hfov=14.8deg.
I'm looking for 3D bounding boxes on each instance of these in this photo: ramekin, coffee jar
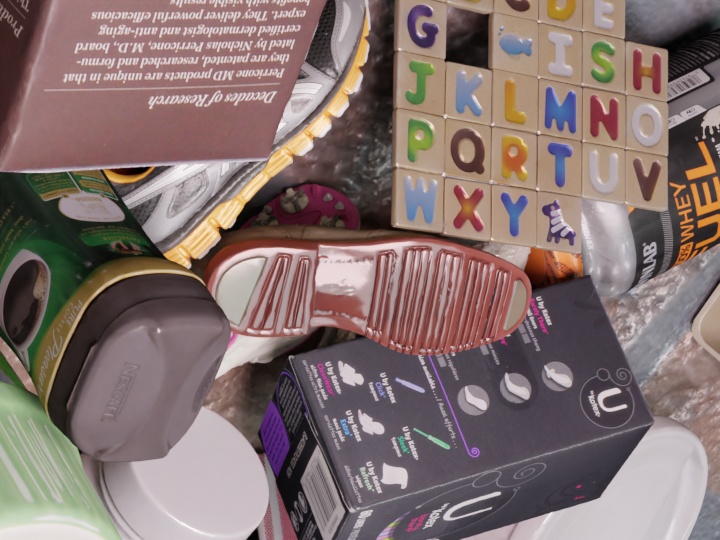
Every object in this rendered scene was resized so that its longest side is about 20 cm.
[{"bbox_3d":[0.140,0.168,1.907,0.202,0.094,0.203,-30,140,-30],"label":"ramekin"},{"bbox_3d":[-0.214,0.162,1.415,0.200,0.098,0.200,-23,138,-22],"label":"ramekin"},{"bbox_3d":[-0.149,0.007,1.440,0.085,0.200,0.104,0,126,-40],"label":"coffee jar"}]

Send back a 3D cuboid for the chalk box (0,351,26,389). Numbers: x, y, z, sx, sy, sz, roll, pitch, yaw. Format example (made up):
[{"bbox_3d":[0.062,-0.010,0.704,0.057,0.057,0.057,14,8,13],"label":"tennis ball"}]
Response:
[{"bbox_3d":[-0.253,0.092,1.495,0.124,0.124,0.200,-51,142,12],"label":"chalk box"}]

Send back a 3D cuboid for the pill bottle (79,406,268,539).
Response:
[{"bbox_3d":[-0.145,0.170,1.626,0.113,0.114,0.200,1,143,-41],"label":"pill bottle"}]

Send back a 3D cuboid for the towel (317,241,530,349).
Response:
[{"bbox_3d":[0.031,0.044,1.721,0.132,0.035,0.200,-26,160,-22],"label":"towel"}]

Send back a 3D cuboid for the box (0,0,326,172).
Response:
[{"bbox_3d":[-0.118,-0.175,1.324,0.164,0.166,0.200,-5,129,-38],"label":"box"}]

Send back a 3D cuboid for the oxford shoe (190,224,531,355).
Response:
[{"bbox_3d":[0.000,0.000,1.566,0.199,0.075,0.071,7,109,-23],"label":"oxford shoe"}]

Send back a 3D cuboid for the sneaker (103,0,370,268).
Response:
[{"bbox_3d":[-0.072,-0.089,1.524,0.077,0.078,0.200,43,85,-26],"label":"sneaker"}]

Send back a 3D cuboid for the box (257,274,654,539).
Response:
[{"bbox_3d":[0.055,0.095,1.647,0.200,0.106,0.122,-15,158,-19],"label":"box"}]

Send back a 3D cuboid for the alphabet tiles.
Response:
[{"bbox_3d":[0.101,-0.095,1.602,0.200,0.008,0.168,8,78,-34],"label":"alphabet tiles"}]

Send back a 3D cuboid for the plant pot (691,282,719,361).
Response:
[{"bbox_3d":[0.393,0.027,1.948,0.177,0.200,0.200,3,124,-57],"label":"plant pot"}]

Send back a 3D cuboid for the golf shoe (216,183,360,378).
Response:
[{"bbox_3d":[-0.077,0.036,1.636,0.200,0.075,0.092,-34,144,-9],"label":"golf shoe"}]

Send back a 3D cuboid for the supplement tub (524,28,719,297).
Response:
[{"bbox_3d":[0.178,-0.061,1.720,0.200,0.123,0.123,-27,139,-18],"label":"supplement tub"}]

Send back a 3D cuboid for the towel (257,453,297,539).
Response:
[{"bbox_3d":[-0.006,0.210,1.811,0.030,0.147,0.200,-25,149,29],"label":"towel"}]
